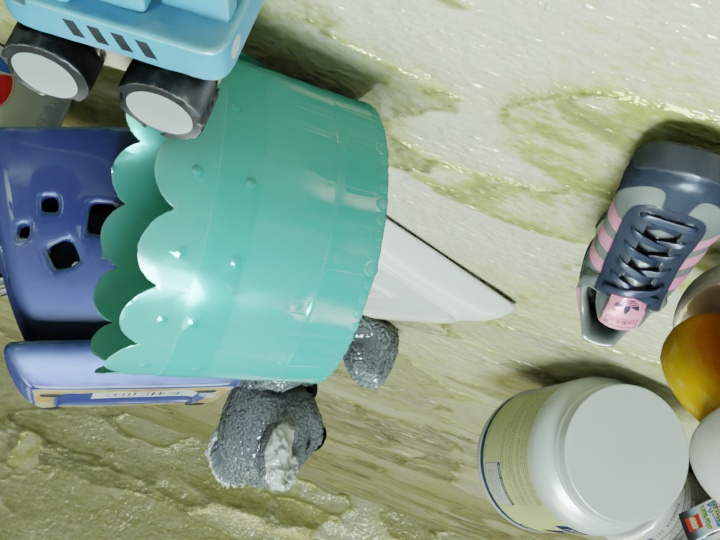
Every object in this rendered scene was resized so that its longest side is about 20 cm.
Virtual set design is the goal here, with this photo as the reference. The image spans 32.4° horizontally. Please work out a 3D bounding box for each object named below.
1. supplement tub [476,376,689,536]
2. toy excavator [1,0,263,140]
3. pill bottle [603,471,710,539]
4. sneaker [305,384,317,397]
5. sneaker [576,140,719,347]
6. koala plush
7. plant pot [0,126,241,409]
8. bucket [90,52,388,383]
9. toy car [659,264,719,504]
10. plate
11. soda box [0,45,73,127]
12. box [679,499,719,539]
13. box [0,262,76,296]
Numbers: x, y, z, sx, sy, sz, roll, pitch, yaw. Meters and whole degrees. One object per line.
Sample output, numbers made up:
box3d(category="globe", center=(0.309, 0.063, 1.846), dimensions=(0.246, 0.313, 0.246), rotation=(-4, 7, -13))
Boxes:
box3d(category="supplement tub", center=(0.208, 0.178, 1.182), dimensions=(0.145, 0.146, 0.200), rotation=(24, 165, -10))
box3d(category="toy excavator", center=(-0.082, -0.152, 0.563), dimensions=(0.194, 0.100, 0.200), rotation=(17, 156, 8))
box3d(category="pill bottle", center=(0.352, 0.282, 1.406), dimensions=(0.114, 0.114, 0.200), rotation=(3, 156, 48))
box3d(category="sneaker", center=(-0.111, 0.125, 1.585), dimensions=(0.090, 0.070, 0.200), rotation=(1, 160, 13))
box3d(category="sneaker", center=(0.170, -0.008, 0.722), dimensions=(0.070, 0.082, 0.200), rotation=(19, 164, 8))
box3d(category="koala plush", center=(-0.090, 0.129, 1.269), dimensions=(0.183, 0.201, 0.177), rotation=(23, 166, -29))
box3d(category="plant pot", center=(-0.169, 0.006, 0.912), dimensions=(0.199, 0.181, 0.200), rotation=(0, 169, -15))
box3d(category="bucket", center=(-0.076, -0.029, 0.745), dimensions=(0.134, 0.208, 0.207), rotation=(11, 168, -18))
box3d(category="toy car", center=(0.287, 0.063, 0.731), dimensions=(0.199, 0.175, 0.150), rotation=(25, 128, -13))
box3d(category="plate", center=(0.000, 0.000, 1.062), dimensions=(0.199, 0.032, 0.200), rotation=(31, 162, -35))
box3d(category="soda box", center=(-0.314, -0.149, 0.900), dimensions=(0.200, 0.064, 0.068), rotation=(32, 161, -35))
box3d(category="box", center=(0.430, 0.280, 1.316), dimensions=(0.110, 0.035, 0.200), rotation=(-31, 138, 22))
box3d(category="box", center=(-0.269, -0.016, 1.129), dimensions=(0.199, 0.035, 0.110), rotation=(-16, 175, -20))
